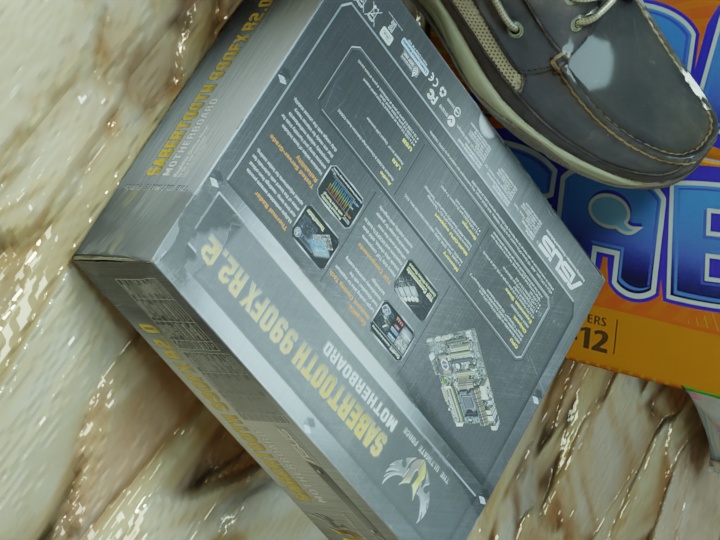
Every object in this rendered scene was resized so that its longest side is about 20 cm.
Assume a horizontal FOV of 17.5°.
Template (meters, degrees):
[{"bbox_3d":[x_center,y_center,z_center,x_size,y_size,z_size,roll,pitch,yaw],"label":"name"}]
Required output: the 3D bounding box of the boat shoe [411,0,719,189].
[{"bbox_3d":[0.068,-0.112,0.910,0.200,0.073,0.075,42,54,-9],"label":"boat shoe"}]

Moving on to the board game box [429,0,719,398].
[{"bbox_3d":[0.162,-0.071,1.058,0.199,0.199,0.202,-17,116,-56],"label":"board game box"}]

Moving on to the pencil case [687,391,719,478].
[{"bbox_3d":[0.220,0.057,1.325,0.200,0.090,0.084,55,19,-53],"label":"pencil case"}]

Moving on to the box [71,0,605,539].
[{"bbox_3d":[0.000,0.000,0.907,0.200,0.048,0.159,50,59,-33],"label":"box"}]
